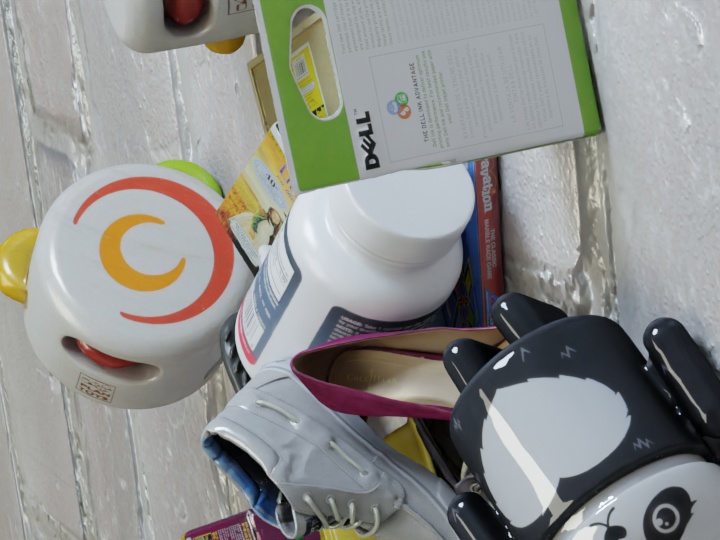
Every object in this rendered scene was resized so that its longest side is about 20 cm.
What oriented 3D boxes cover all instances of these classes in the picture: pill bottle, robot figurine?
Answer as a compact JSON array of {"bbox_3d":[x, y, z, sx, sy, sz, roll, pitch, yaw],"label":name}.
[{"bbox_3d":[0.000,0.000,1.580,0.120,0.120,0.200,66,148,25],"label":"pill bottle"},{"bbox_3d":[0.129,0.106,1.373,0.200,0.125,0.150,57,149,28],"label":"robot figurine"}]

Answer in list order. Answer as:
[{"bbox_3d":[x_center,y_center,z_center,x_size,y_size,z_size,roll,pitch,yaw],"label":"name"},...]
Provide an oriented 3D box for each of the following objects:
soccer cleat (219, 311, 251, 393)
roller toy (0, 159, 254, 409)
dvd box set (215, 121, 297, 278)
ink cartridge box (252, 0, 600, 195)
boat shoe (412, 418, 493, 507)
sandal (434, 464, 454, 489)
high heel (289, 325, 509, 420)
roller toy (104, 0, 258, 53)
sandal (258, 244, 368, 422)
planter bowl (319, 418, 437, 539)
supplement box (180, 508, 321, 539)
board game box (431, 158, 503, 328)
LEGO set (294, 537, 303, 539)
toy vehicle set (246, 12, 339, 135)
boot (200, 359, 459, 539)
[{"bbox_3d":[-0.046,0.119,1.822,0.200,0.068,0.073,52,158,-2],"label":"soccer cleat"},{"bbox_3d":[-0.189,0.018,2.004,0.183,0.200,0.140,62,155,19],"label":"roller toy"},{"bbox_3d":[-0.040,-0.021,1.782,0.146,0.029,0.200,58,158,6],"label":"dvd box set"},{"bbox_3d":[0.025,-0.131,1.397,0.076,0.200,0.148,177,81,-67],"label":"ink cartridge box"},{"bbox_3d":[0.091,0.127,1.530,0.072,0.065,0.200,-54,40,7],"label":"boat shoe"},{"bbox_3d":[0.083,0.165,1.616,0.200,0.055,0.082,-142,45,-58],"label":"sandal"},{"bbox_3d":[0.056,0.063,1.483,0.200,0.096,0.067,-14,70,36],"label":"high heel"},{"bbox_3d":[-0.119,-0.254,1.733,0.182,0.140,0.200,-162,61,-77],"label":"roller toy"},{"bbox_3d":[-0.027,0.055,1.738,0.079,0.059,0.207,86,168,-51],"label":"sandal"},{"bbox_3d":[0.019,0.207,1.682,0.200,0.083,0.201,168,90,-86],"label":"planter bowl"},{"bbox_3d":[-0.058,0.253,1.937,0.200,0.103,0.131,153,103,-68],"label":"supplement box"},{"bbox_3d":[0.063,-0.029,1.603,0.103,0.019,0.200,-144,46,-59],"label":"board game box"},{"bbox_3d":[-0.038,0.300,1.734,0.116,0.154,0.200,6,110,29],"label":"LEGO set"},{"bbox_3d":[-0.026,-0.118,1.754,0.200,0.026,0.124,158,98,-67],"label":"toy vehicle set"},{"bbox_3d":[-0.013,0.151,1.547,0.200,0.096,0.074,41,138,9],"label":"boot"}]
